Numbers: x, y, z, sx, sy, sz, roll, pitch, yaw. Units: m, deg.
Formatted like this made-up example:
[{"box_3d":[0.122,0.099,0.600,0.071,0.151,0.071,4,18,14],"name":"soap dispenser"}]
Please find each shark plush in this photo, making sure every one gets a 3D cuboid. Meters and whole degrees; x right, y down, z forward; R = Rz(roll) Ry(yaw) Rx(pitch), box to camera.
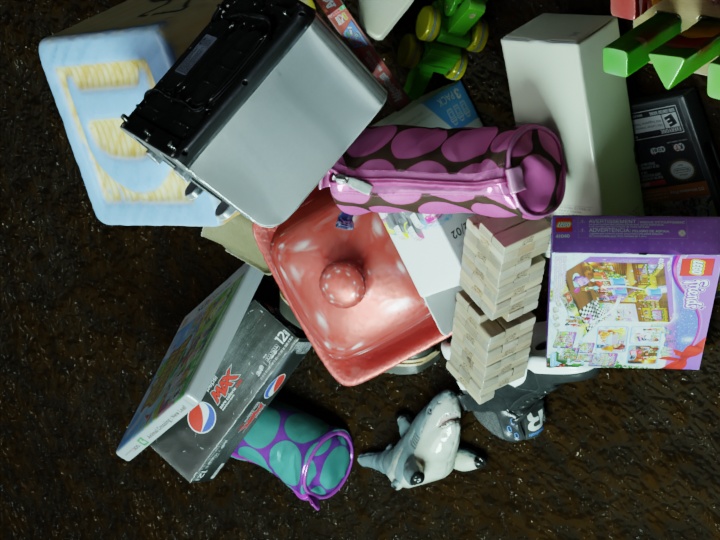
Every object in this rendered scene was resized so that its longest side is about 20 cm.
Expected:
[{"box_3d":[0.061,0.181,1.915,0.200,0.090,0.084,143,113,-70],"name":"shark plush"}]

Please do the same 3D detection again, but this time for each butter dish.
[{"box_3d":[0.000,0.000,1.721,0.199,0.148,0.200,-29,92,19],"name":"butter dish"}]

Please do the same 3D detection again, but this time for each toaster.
[{"box_3d":[-0.090,-0.147,1.564,0.119,0.200,0.181,43,174,-28],"name":"toaster"}]

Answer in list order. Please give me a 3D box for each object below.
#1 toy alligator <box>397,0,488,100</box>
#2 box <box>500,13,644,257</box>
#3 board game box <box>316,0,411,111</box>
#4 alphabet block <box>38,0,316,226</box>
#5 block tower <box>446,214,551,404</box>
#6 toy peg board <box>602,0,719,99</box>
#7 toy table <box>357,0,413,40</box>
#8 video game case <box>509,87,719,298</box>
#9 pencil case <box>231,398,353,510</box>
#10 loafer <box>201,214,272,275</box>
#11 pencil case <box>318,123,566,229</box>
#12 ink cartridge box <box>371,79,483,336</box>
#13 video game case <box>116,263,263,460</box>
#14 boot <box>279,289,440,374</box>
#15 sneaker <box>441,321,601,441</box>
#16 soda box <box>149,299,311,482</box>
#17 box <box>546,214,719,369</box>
[{"box_3d":[0.083,-0.226,1.608,0.200,0.059,0.055,127,145,-49],"name":"toy alligator"},{"box_3d":[0.181,-0.110,1.534,0.082,0.068,0.201,11,122,39],"name":"box"},{"box_3d":[-0.015,-0.216,1.577,0.103,0.019,0.200,56,-176,25],"name":"board game box"},{"box_3d":[-0.157,-0.170,1.766,0.194,0.200,0.198,4,118,44],"name":"alphabet block"},{"box_3d":[0.121,0.026,1.607,0.054,0.058,0.201,49,148,34],"name":"block tower"},{"box_3d":[0.274,-0.223,1.384,0.199,0.098,0.201,18,127,36],"name":"toy peg board"},{"box_3d":[0.030,-0.300,1.532,0.117,0.200,0.184,39,105,3],"name":"toy table"},{"box_3d":[0.233,-0.057,1.589,0.199,0.025,0.182,-7,110,46],"name":"video game case"},{"box_3d":[-0.107,0.186,2.030,0.199,0.093,0.085,20,166,33],"name":"pencil case"},{"box_3d":[-0.128,-0.050,1.878,0.200,0.067,0.077,40,132,45],"name":"loafer"},{"box_3d":[0.067,-0.081,1.523,0.199,0.093,0.092,0,91,34],"name":"pencil case"},{"box_3d":[0.083,-0.056,1.667,0.068,0.115,0.201,-19,101,47],"name":"ink cartridge box"},{"box_3d":[-0.182,0.094,1.971,0.022,0.201,0.182,34,142,-13],"name":"video game case"},{"box_3d":[-0.006,0.010,1.835,0.199,0.077,0.139,23,125,32],"name":"boot"},{"box_3d":[0.169,0.110,1.733,0.199,0.073,0.113,3,121,53],"name":"sneaker"},{"box_3d":[-0.137,0.130,1.966,0.071,0.063,0.200,40,99,18],"name":"soda box"},{"box_3d":[0.225,0.021,1.529,0.136,0.039,0.200,1,150,4],"name":"box"}]
